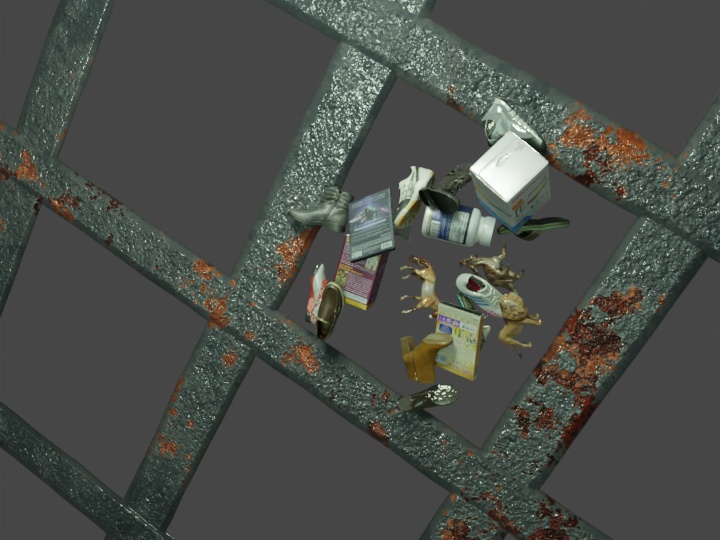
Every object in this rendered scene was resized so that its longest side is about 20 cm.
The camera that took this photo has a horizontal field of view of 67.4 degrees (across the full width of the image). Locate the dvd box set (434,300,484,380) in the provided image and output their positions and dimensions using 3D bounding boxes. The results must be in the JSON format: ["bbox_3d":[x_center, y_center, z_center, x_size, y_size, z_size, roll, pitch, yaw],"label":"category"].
[{"bbox_3d":[0.288,0.207,1.599,0.145,0.029,0.204,16,111,40],"label":"dvd box set"}]

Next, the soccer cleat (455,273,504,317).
[{"bbox_3d":[0.363,0.075,1.548,0.198,0.086,0.071,31,75,-8],"label":"soccer cleat"}]

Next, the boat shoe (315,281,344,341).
[{"bbox_3d":[-0.096,0.131,1.626,0.073,0.075,0.205,19,126,14],"label":"boat shoe"}]

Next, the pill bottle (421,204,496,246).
[{"bbox_3d":[0.283,-0.132,1.553,0.196,0.111,0.113,15,101,12],"label":"pill bottle"}]

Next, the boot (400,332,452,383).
[{"bbox_3d":[0.211,0.269,1.630,0.199,0.070,0.147,-9,101,45],"label":"boot"}]

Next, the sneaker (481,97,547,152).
[{"bbox_3d":[0.418,-0.375,1.509,0.116,0.075,0.201,-46,75,21],"label":"sneaker"}]

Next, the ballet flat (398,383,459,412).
[{"bbox_3d":[0.214,0.403,1.685,0.197,0.046,0.068,-19,62,11],"label":"ballet flat"}]

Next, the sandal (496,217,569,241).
[{"bbox_3d":[0.485,-0.112,1.521,0.197,0.080,0.058,-2,111,15],"label":"sandal"}]

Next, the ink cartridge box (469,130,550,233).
[{"bbox_3d":[0.399,-0.229,1.427,0.147,0.200,0.145,-43,62,2],"label":"ink cartridge box"}]

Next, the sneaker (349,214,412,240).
[{"bbox_3d":[0.059,-0.125,1.630,0.196,0.075,0.084,1,92,14],"label":"sneaker"}]

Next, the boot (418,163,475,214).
[{"bbox_3d":[0.264,-0.238,1.479,0.173,0.200,0.070,-33,117,-10],"label":"boot"}]

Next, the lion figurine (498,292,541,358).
[{"bbox_3d":[0.437,0.161,1.543,0.120,0.073,0.203,11,118,2],"label":"lion figurine"}]

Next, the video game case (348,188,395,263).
[{"bbox_3d":[0.030,-0.131,1.564,0.141,0.019,0.203,-17,58,24],"label":"video game case"}]

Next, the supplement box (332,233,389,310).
[{"bbox_3d":[0.000,0.000,1.652,0.129,0.103,0.204,21,103,14],"label":"supplement box"}]

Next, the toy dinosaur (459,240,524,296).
[{"bbox_3d":[0.385,0.007,1.560,0.134,0.086,0.201,-26,113,39],"label":"toy dinosaur"}]

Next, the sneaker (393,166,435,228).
[{"bbox_3d":[0.139,-0.215,1.583,0.087,0.076,0.202,27,74,22],"label":"sneaker"}]

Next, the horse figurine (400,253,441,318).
[{"bbox_3d":[0.186,0.050,1.633,0.130,0.050,0.205,-2,91,3],"label":"horse figurine"}]

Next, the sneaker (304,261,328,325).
[{"bbox_3d":[-0.107,0.081,1.714,0.106,0.067,0.205,14,105,12],"label":"sneaker"}]

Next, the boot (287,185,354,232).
[{"bbox_3d":[-0.123,-0.204,1.684,0.196,0.070,0.134,14,98,2],"label":"boot"}]

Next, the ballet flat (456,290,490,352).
[{"bbox_3d":[0.346,0.149,1.603,0.074,0.068,0.204,-16,91,0],"label":"ballet flat"}]
